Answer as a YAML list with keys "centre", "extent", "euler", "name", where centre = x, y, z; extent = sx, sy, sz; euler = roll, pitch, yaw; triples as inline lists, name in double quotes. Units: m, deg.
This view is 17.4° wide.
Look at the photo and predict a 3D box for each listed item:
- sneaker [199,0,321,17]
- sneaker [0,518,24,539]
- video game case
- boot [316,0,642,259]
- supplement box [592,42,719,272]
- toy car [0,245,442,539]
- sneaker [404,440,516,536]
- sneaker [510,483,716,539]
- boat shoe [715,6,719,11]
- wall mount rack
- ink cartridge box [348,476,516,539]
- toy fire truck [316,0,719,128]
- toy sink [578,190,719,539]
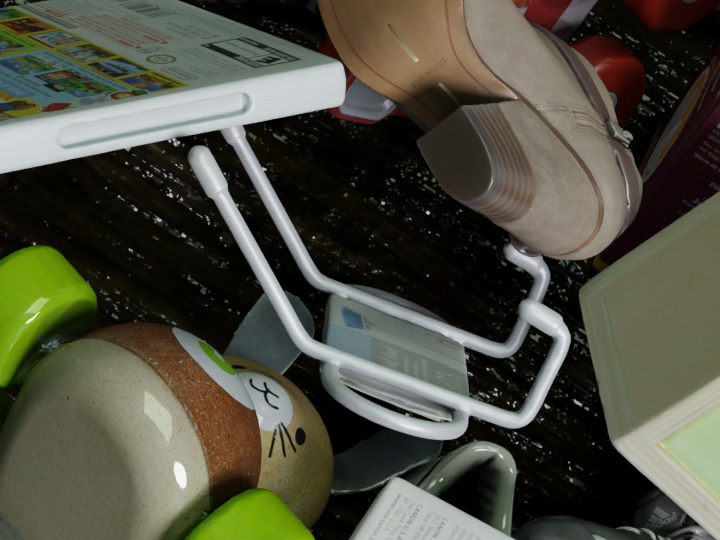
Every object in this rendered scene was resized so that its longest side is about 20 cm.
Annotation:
- centre: [-0.063, -0.194, 1.173]
  extent: [0.199, 0.076, 0.116]
  euler: [14, 45, -35]
  name: "sneaker"
- centre: [-0.229, 0.100, 0.877]
  extent: [0.199, 0.076, 0.114]
  euler: [24, 13, 8]
  name: "sneaker"
- centre: [-0.133, -0.086, 1.027]
  extent: [0.181, 0.023, 0.200]
  euler: [-13, 22, -29]
  name: "video game case"
- centre: [0.055, -0.096, 1.031]
  extent: [0.146, 0.070, 0.201]
  euler: [-1, 69, -60]
  name: "boot"
- centre: [0.201, -0.068, 1.121]
  extent: [0.085, 0.200, 0.111]
  euler: [30, 53, -1]
  name: "supplement box"
- centre: [-0.056, 0.070, 0.971]
  extent: [0.164, 0.158, 0.200]
  euler: [46, 42, 19]
  name: "toy car"
- centre: [0.019, 0.155, 0.976]
  extent: [0.074, 0.089, 0.201]
  euler: [23, 55, -9]
  name: "sneaker"
- centre: [0.120, 0.131, 1.021]
  extent: [0.200, 0.075, 0.116]
  euler: [40, 31, -37]
  name: "sneaker"
- centre: [0.238, -0.150, 1.290]
  extent: [0.199, 0.057, 0.067]
  euler: [19, 18, -15]
  name: "boat shoe"
- centre: [0.000, 0.000, 1.011]
  extent: [0.173, 0.075, 0.200]
  euler: [22, 12, -5]
  name: "wall mount rack"
- centre: [0.057, 0.188, 0.869]
  extent: [0.199, 0.050, 0.161]
  euler: [28, 55, 10]
  name: "ink cartridge box"
- centre: [0.078, -0.147, 1.115]
  extent: [0.168, 0.200, 0.112]
  euler: [4, 39, -53]
  name: "toy fire truck"
- centre: [0.216, 0.026, 1.006]
  extent: [0.130, 0.200, 0.112]
  euler: [42, 25, -32]
  name: "toy sink"
